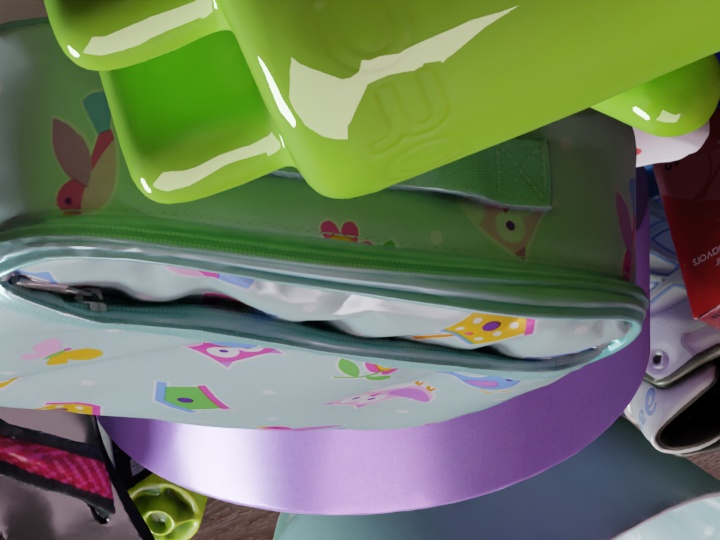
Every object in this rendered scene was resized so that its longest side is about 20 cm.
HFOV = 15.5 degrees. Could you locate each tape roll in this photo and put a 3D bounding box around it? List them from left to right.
[{"bbox_3d":[0.000,0.000,0.908,0.199,0.066,0.201,-4,-149,2],"label":"tape roll"}]

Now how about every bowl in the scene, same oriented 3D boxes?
[{"bbox_3d":[0.042,0.112,1.053,0.200,0.105,0.201,-31,158,-14],"label":"bowl"}]

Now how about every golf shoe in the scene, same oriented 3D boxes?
[{"bbox_3d":[0.106,0.023,0.970,0.199,0.097,0.079,-2,129,35],"label":"golf shoe"}]

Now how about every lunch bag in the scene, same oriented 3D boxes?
[{"bbox_3d":[-0.032,-0.006,0.708,0.199,0.078,0.160,5,166,-27],"label":"lunch bag"}]

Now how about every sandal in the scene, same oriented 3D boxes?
[{"bbox_3d":[-0.111,0.071,0.853,0.075,0.045,0.200,-18,136,8],"label":"sandal"}]

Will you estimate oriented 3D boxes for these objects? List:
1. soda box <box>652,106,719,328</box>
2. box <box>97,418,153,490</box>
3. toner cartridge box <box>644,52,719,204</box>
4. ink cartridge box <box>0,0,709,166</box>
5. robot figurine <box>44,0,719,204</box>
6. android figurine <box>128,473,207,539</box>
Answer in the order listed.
[{"bbox_3d":[0.192,-0.048,0.841,0.200,0.070,0.063,-32,146,33],"label":"soda box"},{"bbox_3d":[-0.064,0.014,1.008,0.110,0.035,0.200,15,-148,36],"label":"box"},{"bbox_3d":[0.122,-0.062,0.974,0.094,0.044,0.200,3,167,-19],"label":"toner cartridge box"},{"bbox_3d":[-0.011,-0.079,0.764,0.145,0.085,0.199,-11,165,36],"label":"ink cartridge box"},{"bbox_3d":[0.029,-0.090,0.571,0.199,0.116,0.176,-23,134,3],"label":"robot figurine"},{"bbox_3d":[-0.143,0.057,1.018,0.181,0.041,0.200,6,-149,2],"label":"android figurine"}]
